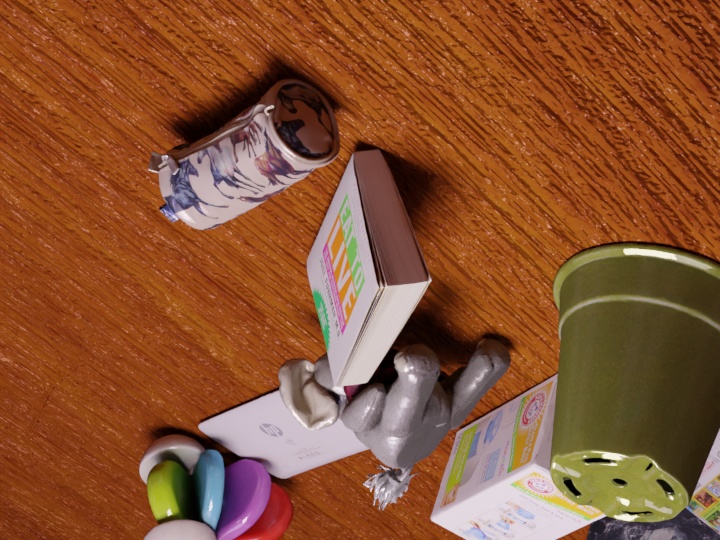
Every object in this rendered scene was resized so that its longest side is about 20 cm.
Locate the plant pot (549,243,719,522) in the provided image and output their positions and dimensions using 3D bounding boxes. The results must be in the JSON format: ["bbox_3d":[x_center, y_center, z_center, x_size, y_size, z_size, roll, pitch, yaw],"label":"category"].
[{"bbox_3d":[0.246,0.110,1.719,0.200,0.190,0.200,13,148,8],"label":"plant pot"}]

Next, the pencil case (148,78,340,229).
[{"bbox_3d":[-0.099,-0.098,1.681,0.089,0.078,0.200,19,153,-31],"label":"pencil case"}]

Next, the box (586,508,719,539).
[{"bbox_3d":[0.332,0.351,2.052,0.200,0.197,0.117,0,144,29],"label":"box"}]

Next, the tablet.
[{"bbox_3d":[-0.081,0.182,2.187,0.130,0.014,0.200,34,146,-23],"label":"tablet"}]

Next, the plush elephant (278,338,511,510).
[{"bbox_3d":[0.020,0.108,1.902,0.155,0.165,0.200,44,122,28],"label":"plush elephant"}]

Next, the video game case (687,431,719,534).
[{"bbox_3d":[0.364,0.204,1.899,0.182,0.023,0.200,38,154,6],"label":"video game case"}]

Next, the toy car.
[{"bbox_3d":[-0.158,0.278,2.251,0.150,0.175,0.200,-25,133,17],"label":"toy car"}]

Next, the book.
[{"bbox_3d":[0.000,0.000,1.741,0.048,0.134,0.200,-7,154,-18],"label":"book"}]

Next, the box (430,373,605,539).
[{"bbox_3d":[0.174,0.200,1.977,0.101,0.113,0.200,30,147,-16],"label":"box"}]
